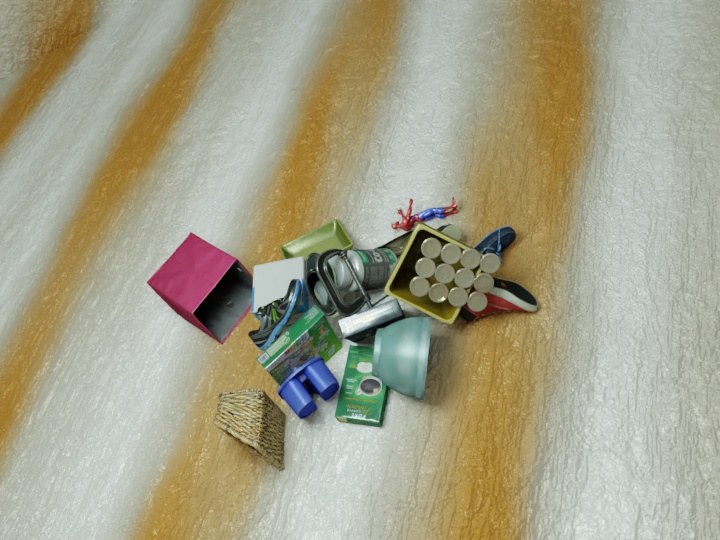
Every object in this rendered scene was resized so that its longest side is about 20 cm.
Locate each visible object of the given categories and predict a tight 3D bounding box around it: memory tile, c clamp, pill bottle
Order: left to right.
[{"bbox_3d":[-0.029,0.027,1.585,0.027,0.201,0.171,-19,16,48],"label":"c clamp"},{"bbox_3d":[0.000,0.000,1.700,0.199,0.114,0.113,-5,44,-42],"label":"pill bottle"},{"bbox_3d":[0.229,0.012,1.533,0.198,0.017,0.155,14,105,-2],"label":"memory tile"}]

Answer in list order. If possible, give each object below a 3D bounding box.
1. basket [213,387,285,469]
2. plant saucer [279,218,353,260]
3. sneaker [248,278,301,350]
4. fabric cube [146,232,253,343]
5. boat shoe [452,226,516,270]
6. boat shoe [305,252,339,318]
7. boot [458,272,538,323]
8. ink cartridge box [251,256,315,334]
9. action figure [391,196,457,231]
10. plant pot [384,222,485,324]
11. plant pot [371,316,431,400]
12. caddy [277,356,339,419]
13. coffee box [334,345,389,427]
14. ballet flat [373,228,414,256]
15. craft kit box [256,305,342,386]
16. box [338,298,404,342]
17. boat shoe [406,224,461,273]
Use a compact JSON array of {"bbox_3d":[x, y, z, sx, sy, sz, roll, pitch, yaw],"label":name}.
[{"bbox_3d":[-0.278,0.394,1.538,0.141,0.201,0.150,-7,58,9],"label":"basket"},{"bbox_3d":[-0.125,-0.054,1.830,0.198,0.048,0.200,-26,29,-3],"label":"plant saucer"},{"bbox_3d":[-0.210,0.103,1.549,0.082,0.071,0.200,35,101,3],"label":"sneaker"},{"bbox_3d":[-0.439,0.050,1.797,0.198,0.197,0.201,27,70,29],"label":"fabric cube"},{"bbox_3d":[0.349,-0.037,1.715,0.200,0.084,0.069,-41,37,5],"label":"boat shoe"},{"bbox_3d":[-0.107,0.027,1.596,0.074,0.066,0.201,-30,56,21],"label":"boat shoe"},{"bbox_3d":[0.349,0.095,1.639,0.198,0.145,0.073,19,34,-14],"label":"boot"},{"bbox_3d":[-0.189,0.085,1.705,0.143,0.200,0.149,-11,57,11],"label":"ink cartridge box"},{"bbox_3d":[0.176,-0.181,1.852,0.198,0.065,0.100,-22,64,0],"label":"action figure"},{"bbox_3d":[0.188,-0.014,1.639,0.193,0.200,0.197,26,105,-4],"label":"plant pot"},{"bbox_3d":[0.099,0.207,1.539,0.133,0.201,0.202,6,60,6],"label":"plant pot"},{"bbox_3d":[-0.134,0.287,1.577,0.141,0.200,0.105,-37,73,-12],"label":"caddy"},{"bbox_3d":[0.013,0.294,1.616,0.122,0.044,0.202,3,59,14],"label":"coffee box"},{"bbox_3d":[0.115,-0.076,1.814,0.198,0.046,0.068,-24,55,0],"label":"ballet flat"},{"bbox_3d":[-0.152,0.211,1.620,0.200,0.198,0.048,-43,61,-12],"label":"craft kit box"},{"bbox_3d":[0.035,0.132,1.615,0.156,0.200,0.051,-21,78,3],"label":"box"},{"bbox_3d":[0.198,-0.050,1.772,0.201,0.063,0.074,-44,100,0],"label":"boat shoe"}]
